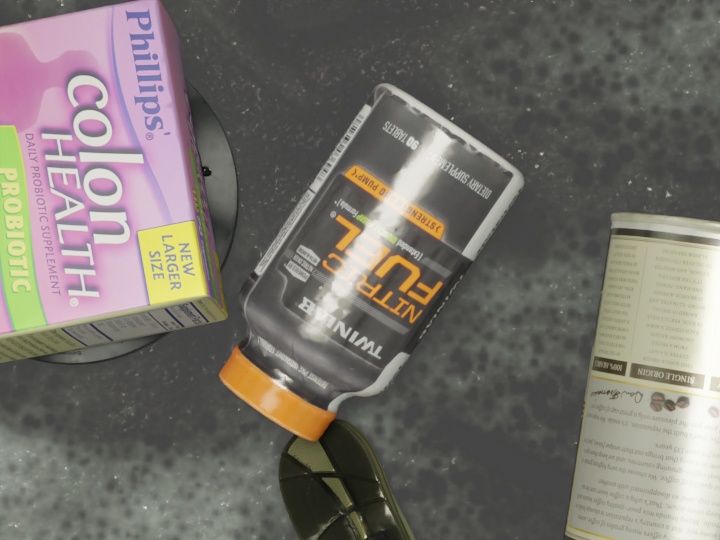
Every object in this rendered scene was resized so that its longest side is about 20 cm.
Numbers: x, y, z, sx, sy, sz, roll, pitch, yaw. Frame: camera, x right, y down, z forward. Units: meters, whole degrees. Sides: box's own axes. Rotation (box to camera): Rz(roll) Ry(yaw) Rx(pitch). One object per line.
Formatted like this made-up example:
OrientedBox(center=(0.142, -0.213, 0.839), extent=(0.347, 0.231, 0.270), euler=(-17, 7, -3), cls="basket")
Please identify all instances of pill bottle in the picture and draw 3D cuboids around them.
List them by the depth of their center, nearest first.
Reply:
OrientedBox(center=(0.000, 0.000, 1.262), extent=(0.106, 0.106, 0.200), euler=(34, 93, 6), cls="pill bottle")

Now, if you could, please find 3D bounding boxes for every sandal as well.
OrientedBox(center=(0.009, 0.185, 1.286), extent=(0.080, 0.057, 0.201), euler=(-18, 72, 11), cls="sandal")

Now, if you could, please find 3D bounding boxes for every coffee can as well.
OrientedBox(center=(0.197, 0.077, 1.217), extent=(0.146, 0.146, 0.200), euler=(9, 90, 7), cls="coffee can")

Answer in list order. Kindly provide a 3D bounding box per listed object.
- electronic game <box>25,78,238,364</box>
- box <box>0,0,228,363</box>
OrientedBox(center=(-0.173, -0.042, 1.314), extent=(0.200, 0.042, 0.200), euler=(0, 81, 3), cls="electronic game")
OrientedBox(center=(-0.192, -0.044, 1.245), extent=(0.200, 0.097, 0.176), euler=(-10, 81, 1), cls="box")
